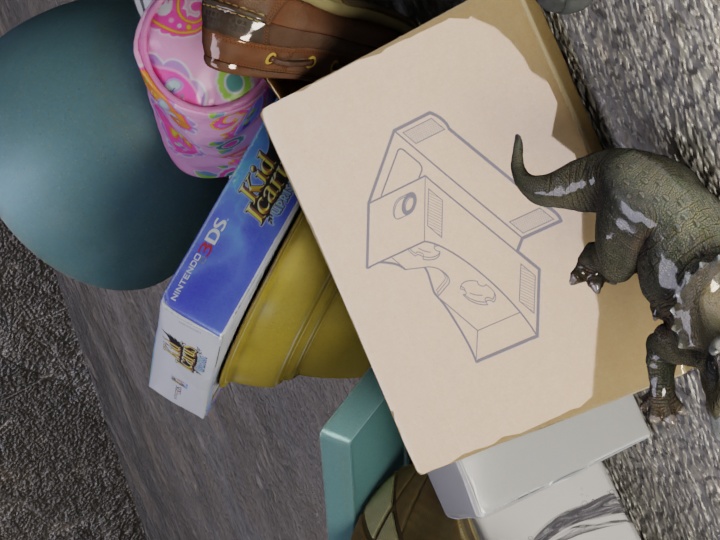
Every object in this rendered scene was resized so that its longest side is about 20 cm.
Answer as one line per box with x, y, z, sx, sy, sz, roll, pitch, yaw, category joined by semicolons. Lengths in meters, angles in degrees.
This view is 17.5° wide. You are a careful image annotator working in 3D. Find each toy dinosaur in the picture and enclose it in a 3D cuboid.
0.133;-0.005;0.986;0.103;0.076;0.201;100;151;-48;toy dinosaur

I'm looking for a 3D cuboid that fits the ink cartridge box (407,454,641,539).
0.096;0.152;1.346;0.201;0.084;0.146;64;166;11;ink cartridge box

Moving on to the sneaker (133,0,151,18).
-0.078;-0.199;1.378;0.115;0.075;0.202;51;138;40;sneaker

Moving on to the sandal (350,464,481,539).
0.056;0.176;1.248;0.054;0.080;0.200;44;176;-38;sandal

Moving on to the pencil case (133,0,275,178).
-0.085;-0.111;1.373;0.200;0.087;0.088;90;155;-81;pencil case

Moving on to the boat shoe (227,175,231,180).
-0.046;-0.021;1.543;0.060;0.074;0.201;40;159;55;boat shoe

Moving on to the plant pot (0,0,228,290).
-0.145;-0.106;1.563;0.134;0.199;0.201;-32;79;41;plant pot

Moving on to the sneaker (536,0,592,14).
0.018;-0.187;0.992;0.201;0.115;0.075;66;168;3;sneaker

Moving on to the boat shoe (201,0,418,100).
-0.026;-0.116;1.217;0.072;0.068;0.200;19;-179;28;boat shoe

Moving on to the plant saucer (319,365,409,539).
0.006;0.123;1.341;0.019;0.070;0.201;29;151;19;plant saucer

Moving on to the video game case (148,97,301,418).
-0.057;-0.028;1.371;0.045;0.201;0.181;28;161;3;video game case

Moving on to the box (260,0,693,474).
0.053;-0.017;1.127;0.163;0.021;0.201;-24;89;33;box

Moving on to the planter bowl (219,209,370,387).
0.000;0.000;1.378;0.083;0.201;0.201;28;163;2;planter bowl

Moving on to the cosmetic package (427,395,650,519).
0.059;0.019;1.219;0.090;0.106;0.201;165;84;-77;cosmetic package
